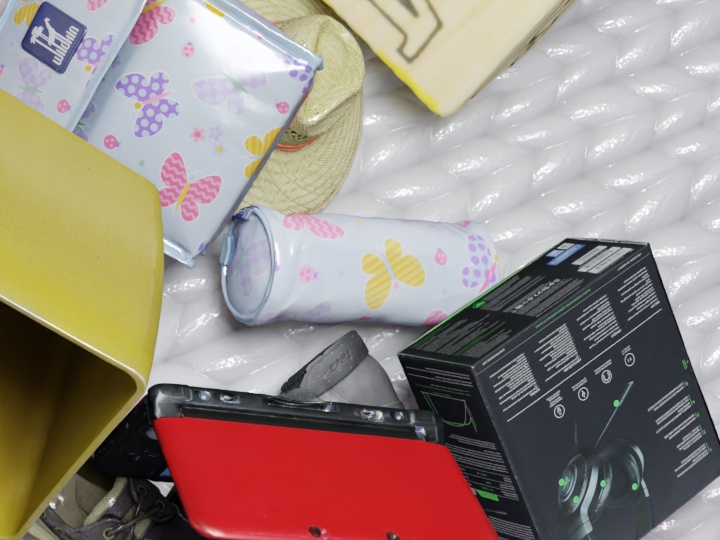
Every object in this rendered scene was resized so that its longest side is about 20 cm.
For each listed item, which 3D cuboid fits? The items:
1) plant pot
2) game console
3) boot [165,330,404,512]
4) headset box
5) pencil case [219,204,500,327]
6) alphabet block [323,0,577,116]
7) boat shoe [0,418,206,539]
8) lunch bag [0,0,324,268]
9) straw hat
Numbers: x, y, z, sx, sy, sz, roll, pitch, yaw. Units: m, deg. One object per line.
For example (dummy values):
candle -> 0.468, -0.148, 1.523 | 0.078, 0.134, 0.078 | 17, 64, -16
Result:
plant pot -> -0.230, 0.008, 1.088 | 0.200, 0.200, 0.177 | 31, 42, -13
game console -> -0.044, 0.142, 1.099 | 0.199, 0.172, 0.119 | 9, 60, -26
boot -> -0.031, 0.145, 1.243 | 0.200, 0.070, 0.132 | -38, 91, -23
headset box -> 0.148, 0.105, 1.266 | 0.174, 0.093, 0.201 | -33, 110, -26
pencil case -> 0.000, 0.000, 1.280 | 0.199, 0.091, 0.084 | 3, 91, -28
alphabet block -> 0.089, -0.268, 1.331 | 0.196, 0.200, 0.195 | 47, 37, 3
boat shoe -> -0.162, 0.162, 1.164 | 0.199, 0.065, 0.073 | 27, 56, 9
lunch bag -> -0.149, -0.123, 1.193 | 0.200, 0.127, 0.170 | 34, 95, -2
straw hat -> -0.044, -0.138, 1.296 | 0.200, 0.085, 0.202 | 9, 76, -40
